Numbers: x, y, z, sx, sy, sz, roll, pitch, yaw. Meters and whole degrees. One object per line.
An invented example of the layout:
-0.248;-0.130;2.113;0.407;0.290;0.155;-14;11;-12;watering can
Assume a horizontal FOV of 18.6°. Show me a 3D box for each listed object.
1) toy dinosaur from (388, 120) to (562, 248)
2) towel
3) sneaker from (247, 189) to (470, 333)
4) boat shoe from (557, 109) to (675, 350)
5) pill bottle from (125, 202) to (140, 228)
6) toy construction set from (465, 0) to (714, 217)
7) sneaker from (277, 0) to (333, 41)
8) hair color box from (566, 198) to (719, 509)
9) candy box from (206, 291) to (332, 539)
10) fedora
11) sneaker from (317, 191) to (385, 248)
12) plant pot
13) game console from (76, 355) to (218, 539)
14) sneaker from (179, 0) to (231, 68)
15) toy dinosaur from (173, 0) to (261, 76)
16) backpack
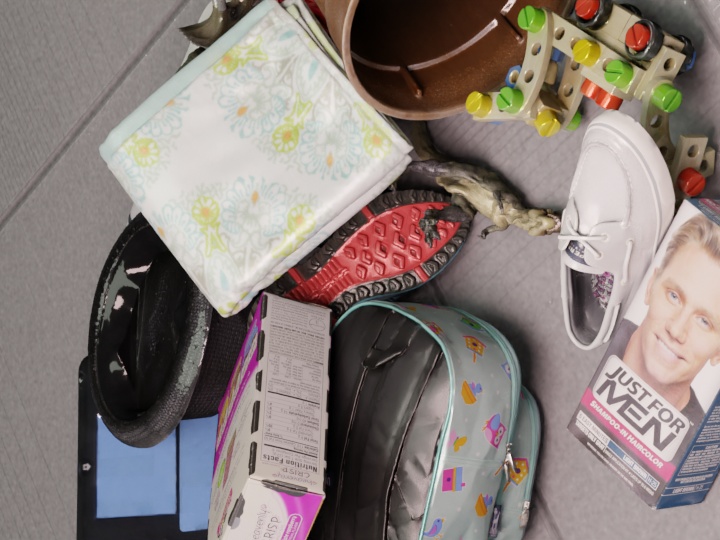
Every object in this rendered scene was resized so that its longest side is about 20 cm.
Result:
0.070;-0.065;1.692;0.200;0.088;0.048;42;137;38;toy dinosaur
-0.079;-0.091;1.676;0.200;0.048;0.171;-40;72;7;towel
0.000;0.000;1.759;0.200;0.096;0.079;-32;83;9;sneaker
0.168;-0.023;1.538;0.072;0.069;0.200;35;148;25;boat shoe
-0.146;-0.009;1.884;0.120;0.119;0.200;40;122;38;pill bottle
0.173;-0.125;1.577;0.200;0.092;0.131;36;105;35;toy construction set
-0.040;-0.218;1.771;0.200;0.115;0.078;40;109;33;sneaker
0.233;0.058;1.544;0.100;0.060;0.200;43;120;36;hair color box
-0.068;0.134;1.643;0.200;0.061;0.136;-87;15;-49;candy box
-0.141;0.047;1.778;0.200;0.092;0.201;-19;66;49;fedora
-0.033;-0.094;1.771;0.099;0.071;0.200;21;141;36;sneaker
0.032;-0.251;1.662;0.198;0.200;0.200;54;127;40;plant pot
-0.146;0.159;1.812;0.031;0.177;0.200;87;-179;-68;game console
-0.126;-0.133;1.899;0.085;0.073;0.200;38;116;41;sneaker
-0.124;-0.135;1.798;0.077;0.102;0.200;-11;54;50;toy dinosaur
0.046;0.123;1.671;0.176;0.153;0.200;23;110;52;backpack
